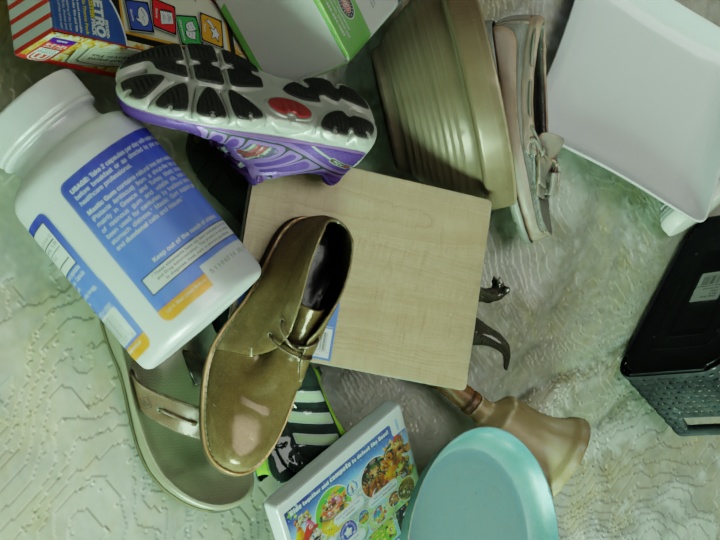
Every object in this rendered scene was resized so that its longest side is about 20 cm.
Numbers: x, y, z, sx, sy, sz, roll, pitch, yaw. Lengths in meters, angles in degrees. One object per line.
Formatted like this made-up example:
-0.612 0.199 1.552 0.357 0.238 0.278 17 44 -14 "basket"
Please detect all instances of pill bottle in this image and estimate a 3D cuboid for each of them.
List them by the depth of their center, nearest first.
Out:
-0.172 -0.040 1.160 0.112 0.112 0.200 -39 90 -33 "pill bottle"

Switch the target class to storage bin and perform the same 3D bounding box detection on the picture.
0.349 0.047 1.540 0.094 0.135 0.201 44 61 -24 "storage bin"

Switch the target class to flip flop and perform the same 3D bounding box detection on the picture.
-0.133 0.088 1.223 0.081 0.057 0.202 -24 98 -37 "flip flop"

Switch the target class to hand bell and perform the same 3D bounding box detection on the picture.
0.087 0.107 1.386 0.200 0.104 0.105 40 62 -11 "hand bell"

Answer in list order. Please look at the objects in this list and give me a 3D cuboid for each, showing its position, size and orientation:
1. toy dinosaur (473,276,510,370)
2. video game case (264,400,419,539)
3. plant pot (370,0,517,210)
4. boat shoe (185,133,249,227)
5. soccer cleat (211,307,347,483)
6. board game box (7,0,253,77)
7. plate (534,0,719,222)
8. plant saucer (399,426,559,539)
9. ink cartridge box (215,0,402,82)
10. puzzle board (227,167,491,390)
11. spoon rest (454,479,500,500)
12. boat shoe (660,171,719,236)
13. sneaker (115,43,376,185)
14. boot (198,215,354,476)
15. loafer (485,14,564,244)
0.062 0.006 1.384 0.102 0.077 0.201 -33 118 -15 "toy dinosaur"
0.002 0.223 1.294 0.143 0.018 0.202 -36 124 -35 "video game case"
0.062 -0.142 1.349 0.092 0.201 0.203 -13 92 0 "plant pot"
-0.053 -0.048 1.292 0.074 0.075 0.201 -46 112 -35 "boat shoe"
-0.062 0.113 1.270 0.081 0.067 0.201 -45 113 -30 "soccer cleat"
-0.169 -0.216 1.199 0.199 0.046 0.153 7 67 -49 "board game box"
0.264 -0.169 1.547 0.199 0.032 0.201 27 67 -14 "plate"
0.090 0.224 1.291 0.199 0.027 0.203 7 81 -49 "plant saucer"
-0.037 -0.252 1.282 0.146 0.083 0.200 60 34 -18 "ink cartridge box"
0.000 0.000 1.257 0.198 0.017 0.152 12 82 -20 "puzzle board"
0.063 0.259 1.311 0.201 0.060 0.100 -57 134 -19 "spoon rest"
0.348 -0.109 1.610 0.200 0.072 0.069 -40 81 -23 "boat shoe"
-0.085 -0.098 1.176 0.198 0.084 0.081 14 40 -26 "sneaker"
-0.060 0.051 1.181 0.073 0.075 0.202 24 79 -20 "boot"
0.150 -0.126 1.445 0.072 0.062 0.202 -3 81 -77 "loafer"
